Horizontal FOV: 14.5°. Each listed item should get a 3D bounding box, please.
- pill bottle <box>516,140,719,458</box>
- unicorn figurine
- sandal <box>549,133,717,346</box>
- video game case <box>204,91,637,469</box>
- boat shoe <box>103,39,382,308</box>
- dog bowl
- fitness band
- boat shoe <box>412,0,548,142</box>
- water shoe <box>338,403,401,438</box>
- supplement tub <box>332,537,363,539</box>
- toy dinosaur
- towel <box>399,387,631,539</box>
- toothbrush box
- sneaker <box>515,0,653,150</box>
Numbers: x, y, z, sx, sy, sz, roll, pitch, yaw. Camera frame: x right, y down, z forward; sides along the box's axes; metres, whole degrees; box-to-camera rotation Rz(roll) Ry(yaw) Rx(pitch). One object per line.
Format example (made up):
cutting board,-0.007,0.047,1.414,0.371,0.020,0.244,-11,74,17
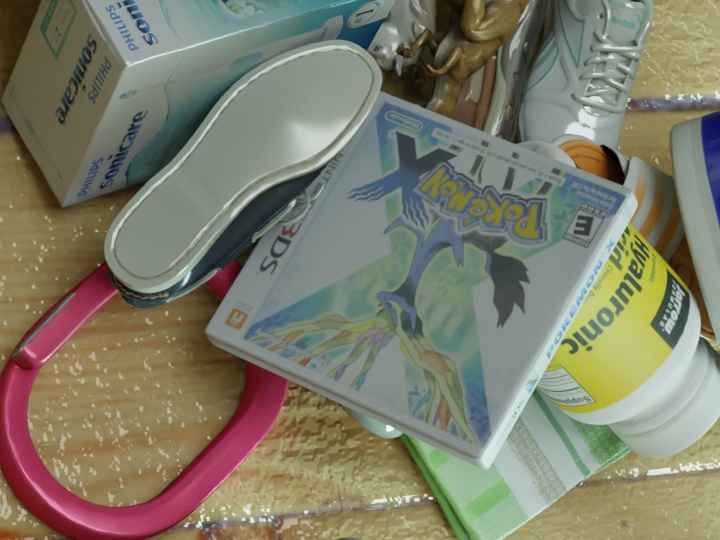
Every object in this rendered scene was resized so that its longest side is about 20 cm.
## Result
pill bottle,0.139,0.023,1.734,0.200,0.111,0.112,45,57,-28
unicorn figurine,0.009,-0.216,1.808,0.137,0.074,0.201,37,62,-9
sandal,0.193,-0.024,1.819,0.206,0.059,0.080,37,56,-35
video game case,0.034,-0.001,1.641,0.199,0.022,0.183,23,74,28
boat shoe,-0.066,-0.053,1.645,0.075,0.062,0.200,39,76,12
dog bowl,0.264,-0.008,1.810,0.200,0.078,0.201,-17,90,-76
fitness band,-0.128,0.070,1.662,0.144,0.037,0.200,51,58,-9
boat shoe,0.069,-0.124,1.821,0.071,0.076,0.201,13,74,9
water shoe,0.000,0.000,1.706,0.071,0.079,0.201,17,50,-65
supplement tub,-0.059,0.240,1.590,0.199,0.122,0.123,-23,86,-34
toy dinosaur,0.082,-0.165,1.770,0.200,0.060,0.106,-47,117,-3
towel,0.104,0.072,1.798,0.199,0.031,0.150,-31,88,-31
toothbrush box,-0.095,-0.134,1.672,0.199,0.147,0.086,-21,68,-32
sneaker,0.151,-0.139,1.860,0.070,0.080,0.202,16,68,-26
